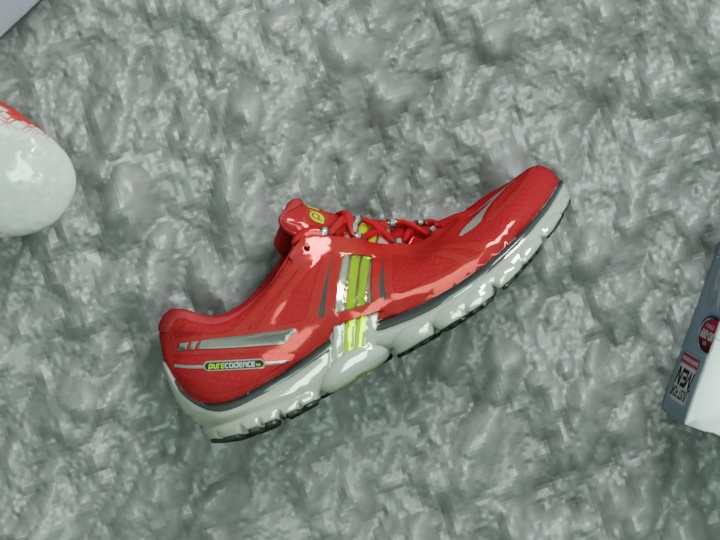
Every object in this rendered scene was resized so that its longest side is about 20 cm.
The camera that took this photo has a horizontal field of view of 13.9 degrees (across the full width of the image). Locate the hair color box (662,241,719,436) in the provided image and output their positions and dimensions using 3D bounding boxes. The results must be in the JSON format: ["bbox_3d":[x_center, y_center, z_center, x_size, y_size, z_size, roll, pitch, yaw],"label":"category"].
[{"bbox_3d":[0.219,-0.012,1.337,0.099,0.061,0.200,19,93,-6],"label":"hair color box"}]

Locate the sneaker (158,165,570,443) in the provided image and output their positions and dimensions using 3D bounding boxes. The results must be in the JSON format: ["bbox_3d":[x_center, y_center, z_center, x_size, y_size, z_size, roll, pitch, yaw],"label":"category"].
[{"bbox_3d":[0.000,0.000,1.311,0.200,0.077,0.085,-30,92,-2],"label":"sneaker"}]

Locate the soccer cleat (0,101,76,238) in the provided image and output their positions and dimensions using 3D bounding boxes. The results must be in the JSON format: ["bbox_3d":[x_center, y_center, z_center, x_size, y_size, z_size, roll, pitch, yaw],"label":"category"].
[{"bbox_3d":[-0.220,-0.062,1.277,0.200,0.085,0.069,23,93,-7],"label":"soccer cleat"}]

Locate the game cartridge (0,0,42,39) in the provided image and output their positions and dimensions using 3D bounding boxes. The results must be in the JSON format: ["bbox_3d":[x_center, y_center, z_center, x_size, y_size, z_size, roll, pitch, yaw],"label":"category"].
[{"bbox_3d":[-0.197,-0.145,1.257,0.130,0.038,0.200,45,60,-3],"label":"game cartridge"}]
